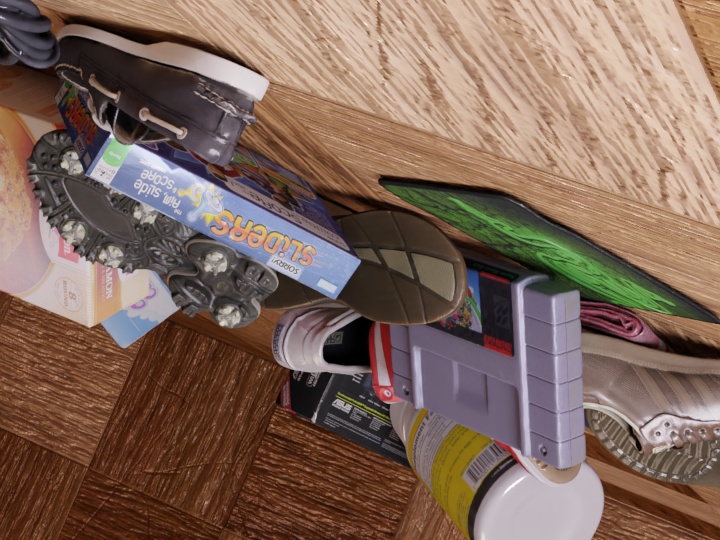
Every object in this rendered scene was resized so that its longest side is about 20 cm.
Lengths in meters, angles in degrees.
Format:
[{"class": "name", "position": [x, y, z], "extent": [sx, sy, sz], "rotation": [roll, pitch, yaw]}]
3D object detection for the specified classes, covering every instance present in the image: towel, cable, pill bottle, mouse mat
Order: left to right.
[{"class": "cable", "position": [-0.251, -0.177, 1.038], "extent": [0.199, 0.051, 0.163], "rotation": [29, 166, -24]}, {"class": "pill bottle", "position": [0.106, 0.154, 1.511], "extent": [0.114, 0.115, 0.200], "rotation": [28, -168, -33]}, {"class": "mouse mat", "position": [0.121, -0.012, 1.186], "extent": [0.199, 0.008, 0.161], "rotation": [27, 172, -30]}, {"class": "towel", "position": [0.187, 0.052, 1.395], "extent": [0.143, 0.023, 0.200], "rotation": [16, 172, 33]}]

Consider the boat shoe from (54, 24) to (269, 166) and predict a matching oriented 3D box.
[{"class": "boat shoe", "position": [-0.130, -0.103, 1.095], "extent": [0.199, 0.061, 0.074], "rotation": [17, 175, 46]}]

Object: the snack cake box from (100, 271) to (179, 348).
[{"class": "snack cake box", "position": [-0.236, -0.036, 1.551], "extent": [0.115, 0.067, 0.200], "rotation": [54, 176, 34]}]

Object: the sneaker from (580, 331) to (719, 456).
[{"class": "sneaker", "position": [0.224, 0.099, 1.290], "extent": [0.198, 0.076, 0.070], "rotation": [12, 169, 6]}]

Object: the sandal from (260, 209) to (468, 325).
[{"class": "sandal", "position": [0.000, 0.000, 1.322], "extent": [0.199, 0.082, 0.054], "rotation": [-4, 177, 40]}]

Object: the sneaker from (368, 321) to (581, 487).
[{"class": "sneaker", "position": [0.084, 0.097, 1.423], "extent": [0.201, 0.071, 0.112], "rotation": [55, 136, 10]}]

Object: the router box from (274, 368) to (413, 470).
[{"class": "router box", "position": [0.037, 0.090, 1.623], "extent": [0.199, 0.151, 0.062], "rotation": [30, 173, -39]}]

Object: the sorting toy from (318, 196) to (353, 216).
[{"class": "sorting toy", "position": [-0.096, -0.035, 1.462], "extent": [0.199, 0.070, 0.199], "rotation": [25, 173, -9]}]

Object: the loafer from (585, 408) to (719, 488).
[{"class": "loafer", "position": [0.263, 0.120, 1.366], "extent": [0.199, 0.076, 0.068], "rotation": [21, -143, -2]}]

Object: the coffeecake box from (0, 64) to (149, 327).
[{"class": "coffeecake box", "position": [-0.255, -0.066, 1.369], "extent": [0.199, 0.155, 0.073], "rotation": [19, -150, 28]}]

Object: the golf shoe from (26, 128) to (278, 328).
[{"class": "golf shoe", "position": [-0.146, -0.038, 1.281], "extent": [0.200, 0.077, 0.088], "rotation": [36, -153, -21]}]

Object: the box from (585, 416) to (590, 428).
[{"class": "box", "position": [0.219, 0.111, 1.520], "extent": [0.199, 0.038, 0.137], "rotation": [22, -172, 7]}]

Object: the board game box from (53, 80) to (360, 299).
[{"class": "board game box", "position": [-0.104, -0.062, 1.233], "extent": [0.199, 0.035, 0.136], "rotation": [27, -165, -28]}]

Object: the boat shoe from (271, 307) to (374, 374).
[{"class": "boat shoe", "position": [0.021, 0.050, 1.509], "extent": [0.199, 0.073, 0.065], "rotation": [-2, -169, -43]}]

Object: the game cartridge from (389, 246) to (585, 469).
[{"class": "game cartridge", "position": [0.083, 0.052, 1.300], "extent": [0.038, 0.131, 0.199], "rotation": [-19, -159, -30]}]
